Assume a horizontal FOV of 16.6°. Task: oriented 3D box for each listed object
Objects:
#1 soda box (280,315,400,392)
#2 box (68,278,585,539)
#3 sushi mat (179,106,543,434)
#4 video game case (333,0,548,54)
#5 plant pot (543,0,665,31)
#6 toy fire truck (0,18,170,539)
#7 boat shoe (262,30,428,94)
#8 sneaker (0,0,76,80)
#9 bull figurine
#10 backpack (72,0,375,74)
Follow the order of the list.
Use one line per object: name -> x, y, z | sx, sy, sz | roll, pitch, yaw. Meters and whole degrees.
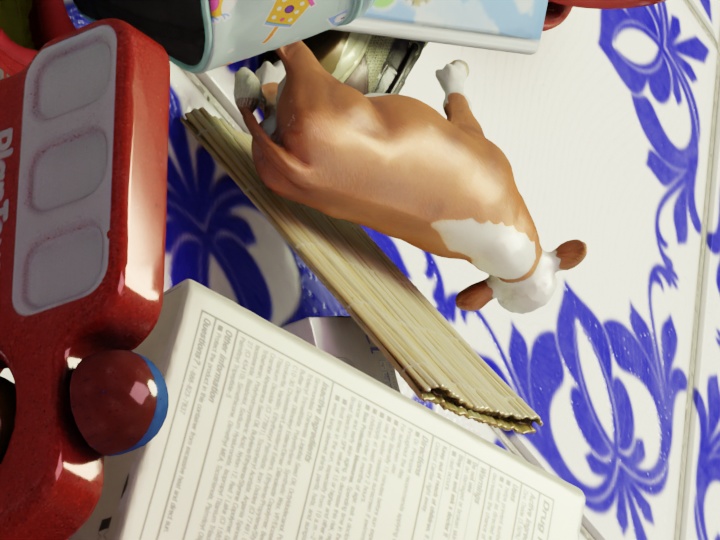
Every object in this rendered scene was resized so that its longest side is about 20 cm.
soda box -> -0.008, 0.124, 1.081 | 0.063, 0.068, 0.201 | 1, 73, -58
box -> -0.028, 0.113, 0.946 | 0.199, 0.109, 0.129 | 30, 57, -26
sushi mat -> 0.000, 0.000, 1.118 | 0.200, 0.012, 0.095 | 48, 15, 32
video game case -> 0.024, -0.202, 1.169 | 0.199, 0.022, 0.183 | 3, 102, -39
plant pot -> 0.137, -0.241, 1.417 | 0.200, 0.182, 0.202 | 35, 44, -44
toy fire truck -> -0.136, 0.024, 0.827 | 0.112, 0.167, 0.201 | 34, 46, -45
boat shoe -> 0.008, -0.137, 1.266 | 0.065, 0.073, 0.200 | 59, 41, -28
sneaker -> -0.155, -0.154, 0.973 | 0.077, 0.085, 0.201 | -23, 93, -50
bull figurine -> 0.021, -0.051, 1.140 | 0.199, 0.065, 0.122 | 24, 33, -43
backpack -> -0.056, -0.175, 0.995 | 0.200, 0.152, 0.177 | -132, -148, -64
